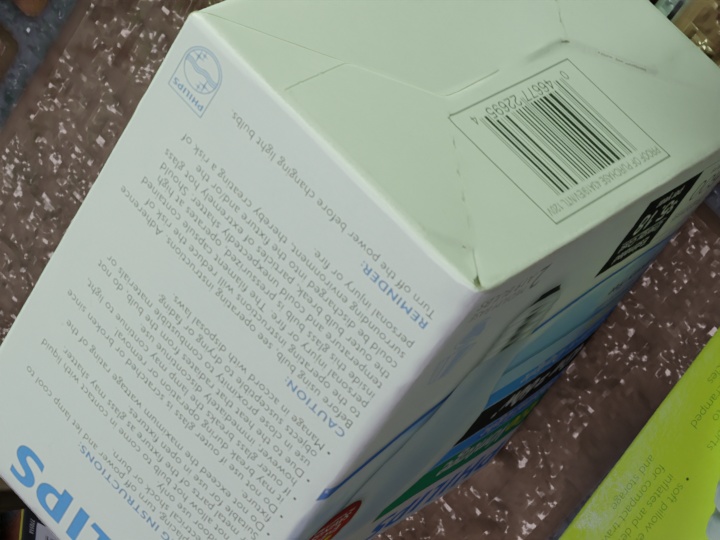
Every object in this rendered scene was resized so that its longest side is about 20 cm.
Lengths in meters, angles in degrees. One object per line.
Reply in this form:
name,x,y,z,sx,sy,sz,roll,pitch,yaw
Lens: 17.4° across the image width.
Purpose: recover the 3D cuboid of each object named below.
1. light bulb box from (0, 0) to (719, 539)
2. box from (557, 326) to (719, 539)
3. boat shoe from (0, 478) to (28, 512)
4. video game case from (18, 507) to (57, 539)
light bulb box,0.000,0.000,0.795,0.125,0.198,0.200,45,129,13
box,0.165,0.109,0.752,0.122,0.048,0.200,-54,50,10
boat shoe,-0.124,0.060,0.988,0.199,0.072,0.068,-11,79,29
video game case,-0.075,0.209,1.046,0.199,0.025,0.182,23,121,25
